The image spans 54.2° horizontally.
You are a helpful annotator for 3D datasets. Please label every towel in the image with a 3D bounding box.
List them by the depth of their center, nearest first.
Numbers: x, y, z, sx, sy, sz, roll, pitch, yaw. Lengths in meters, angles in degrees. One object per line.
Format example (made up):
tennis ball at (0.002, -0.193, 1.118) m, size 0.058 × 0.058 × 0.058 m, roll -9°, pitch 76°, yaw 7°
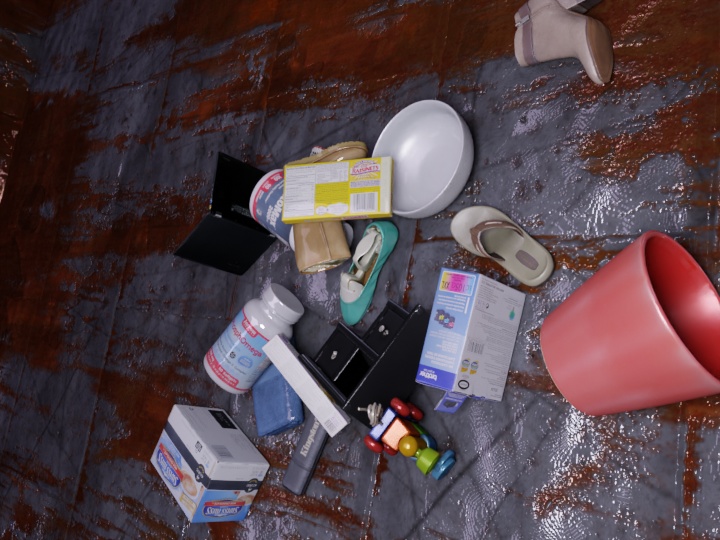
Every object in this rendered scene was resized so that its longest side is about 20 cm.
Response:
towel at (-0.162, 0.212, 1.366) m, size 0.110 × 0.048 × 0.204 m, roll -27°, pitch 59°, yaw 30°

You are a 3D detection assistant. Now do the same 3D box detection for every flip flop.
flip flop at (0.213, -0.044, 1.093) m, size 0.200 × 0.057 × 0.082 m, roll 43°, pitch 106°, yaw 41°

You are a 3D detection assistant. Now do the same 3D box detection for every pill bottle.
pill bottle at (-0.197, 0.126, 1.322) m, size 0.201 × 0.108 × 0.109 m, roll -50°, pitch 49°, yaw 13°
pill bottle at (-0.111, -0.100, 1.362) m, size 0.199 × 0.119 × 0.121 m, roll 36°, pitch 102°, yaw 30°

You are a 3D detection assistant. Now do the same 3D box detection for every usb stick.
usb stick at (-0.088, 0.309, 1.278) m, size 0.055 × 0.032 × 0.203 m, roll 25°, pitch 94°, yaw 38°

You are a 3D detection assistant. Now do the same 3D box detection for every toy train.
toy train at (0.068, 0.253, 1.033) m, size 0.115 × 0.200 × 0.085 m, roll 37°, pitch 89°, yaw 27°

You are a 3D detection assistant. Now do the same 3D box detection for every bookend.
bookend at (0.019, 0.128, 1.173) m, size 0.201 × 0.092 × 0.198 m, roll -52°, pitch 31°, yaw -2°

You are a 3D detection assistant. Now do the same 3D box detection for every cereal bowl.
cereal bowl at (0.115, -0.182, 1.210) m, size 0.198 × 0.083 × 0.204 m, roll -15°, pitch 67°, yaw 39°

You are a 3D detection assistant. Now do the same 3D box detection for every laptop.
laptop at (-0.270, -0.112, 1.472) m, size 0.114 × 0.186 × 0.204 m, roll -5°, pitch 73°, yaw 40°

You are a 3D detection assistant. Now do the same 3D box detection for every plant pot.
plant pot at (0.332, 0.082, 0.865) m, size 0.177 × 0.198 × 0.204 m, roll -37°, pitch 54°, yaw 39°

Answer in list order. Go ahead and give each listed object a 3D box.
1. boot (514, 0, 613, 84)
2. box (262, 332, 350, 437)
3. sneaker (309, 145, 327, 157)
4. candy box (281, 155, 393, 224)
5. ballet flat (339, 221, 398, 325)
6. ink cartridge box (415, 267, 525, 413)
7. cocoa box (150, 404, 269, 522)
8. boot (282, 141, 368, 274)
boot at (0.310, -0.358, 1.104) m, size 0.145 × 0.069 × 0.204 m, roll -18°, pitch 64°, yaw 45°
box at (-0.095, 0.200, 1.241) m, size 0.041 × 0.039 × 0.201 m, roll -41°, pitch 83°, yaw 6°
sneaker at (-0.046, -0.174, 1.360) m, size 0.083 × 0.077 × 0.200 m, roll -56°, pitch 47°, yaw 15°
candy box at (-0.040, -0.137, 1.213) m, size 0.196 × 0.026 × 0.104 m, roll -2°, pitch 73°, yaw 17°
ballet flat at (0.000, 0.000, 1.268) m, size 0.067 × 0.070 × 0.203 m, roll 31°, pitch 99°, yaw 43°
ink cartridge box at (0.161, 0.113, 1.038) m, size 0.075 × 0.135 × 0.204 m, roll 7°, pitch 81°, yaw 45°
cocoa box at (-0.298, 0.377, 1.382) m, size 0.199 × 0.132 × 0.133 m, roll 34°, pitch 101°, yaw 43°
boot at (-0.047, -0.111, 1.257) m, size 0.172 × 0.066 × 0.204 m, roll -18°, pitch 71°, yaw 13°
